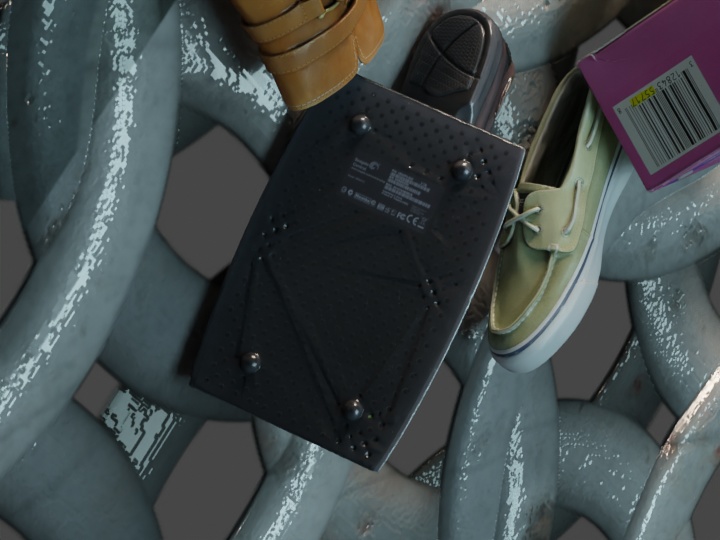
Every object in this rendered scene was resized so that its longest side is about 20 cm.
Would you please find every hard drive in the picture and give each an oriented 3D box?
[{"bbox_3d":[0.000,0.000,1.551,0.201,0.135,0.042,-66,169,-3],"label":"hard drive"}]

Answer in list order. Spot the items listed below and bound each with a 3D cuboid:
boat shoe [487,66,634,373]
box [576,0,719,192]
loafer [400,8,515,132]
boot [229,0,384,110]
[{"bbox_3d":[0.118,-0.034,1.724,0.062,0.072,0.201,35,68,-36],"label":"boat shoe"},{"bbox_3d":[0.269,-0.148,1.721,0.200,0.176,0.097,-23,82,-51],"label":"box"},{"bbox_3d":[0.042,-0.055,1.619,0.063,0.072,0.201,38,73,-53],"label":"loafer"},{"bbox_3d":[-0.054,-0.154,1.461,0.200,0.074,0.155,-34,127,-37],"label":"boot"}]
